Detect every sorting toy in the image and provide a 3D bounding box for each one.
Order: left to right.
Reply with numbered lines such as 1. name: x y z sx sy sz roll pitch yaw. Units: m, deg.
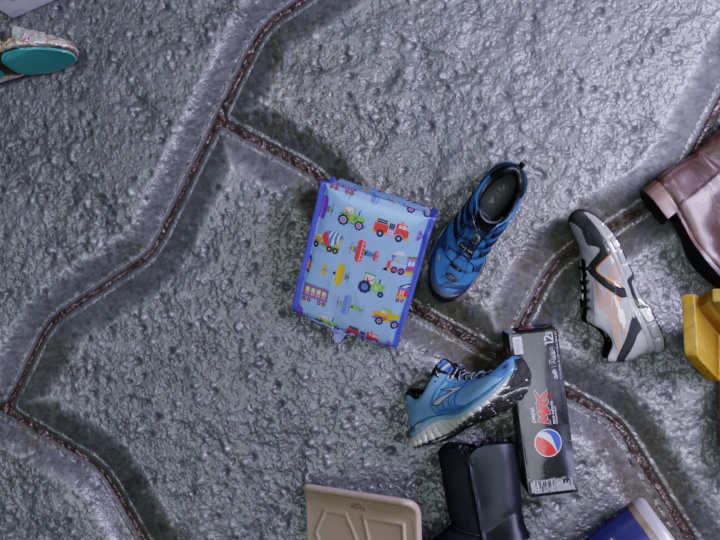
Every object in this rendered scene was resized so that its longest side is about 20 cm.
1. sorting toy: 0.006 0.377 1.073 0.183 0.036 0.204 -3 92 38

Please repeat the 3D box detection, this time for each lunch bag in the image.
1. lunch bag: 0.000 0.000 1.085 0.148 0.094 0.203 18 101 4

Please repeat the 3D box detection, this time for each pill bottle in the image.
1. pill bottle: 0.296 0.379 1.027 0.199 0.111 0.112 -38 86 6

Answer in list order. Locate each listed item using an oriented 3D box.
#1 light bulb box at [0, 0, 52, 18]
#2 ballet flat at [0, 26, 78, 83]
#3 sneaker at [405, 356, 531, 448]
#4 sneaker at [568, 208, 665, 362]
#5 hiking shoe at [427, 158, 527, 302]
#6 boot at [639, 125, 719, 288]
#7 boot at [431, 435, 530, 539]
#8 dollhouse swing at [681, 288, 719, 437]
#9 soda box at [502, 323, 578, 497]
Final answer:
1. light bulb box: -0.432 -0.477 1.113 0.197 0.125 0.202 -19 87 6
2. ballet flat: -0.482 -0.296 1.149 0.196 0.076 0.065 -13 73 4
3. sneaker: 0.120 0.147 1.038 0.199 0.078 0.091 -35 67 38
4. sneaker: 0.300 0.021 1.047 0.079 0.074 0.203 -26 87 9
5. hiking shoe: 0.141 -0.052 1.059 0.074 0.087 0.202 29 94 6
6. boot: 0.474 -0.092 1.034 0.199 0.064 0.187 -38 88 1
7. boot: 0.121 0.307 1.071 0.197 0.076 0.171 -19 72 26
8. dollhouse swing: 0.474 0.132 0.944 0.197 0.181 0.179 -2 69 37
9. soda box: 0.223 0.172 1.056 0.062 0.071 0.204 -7 90 2
